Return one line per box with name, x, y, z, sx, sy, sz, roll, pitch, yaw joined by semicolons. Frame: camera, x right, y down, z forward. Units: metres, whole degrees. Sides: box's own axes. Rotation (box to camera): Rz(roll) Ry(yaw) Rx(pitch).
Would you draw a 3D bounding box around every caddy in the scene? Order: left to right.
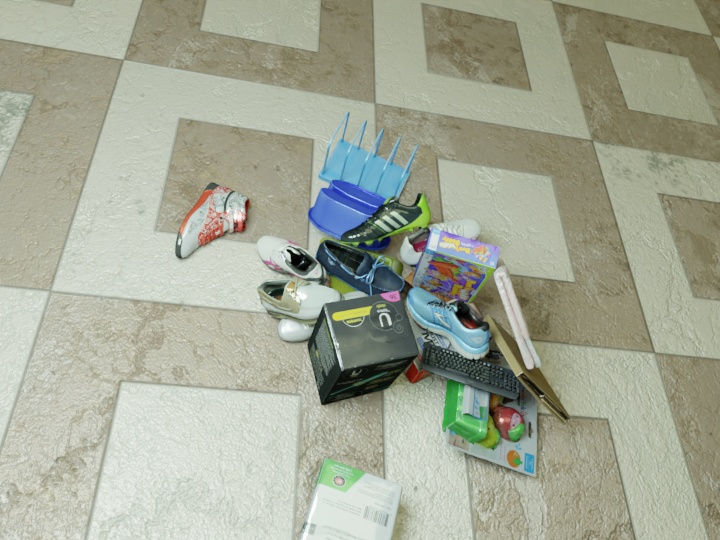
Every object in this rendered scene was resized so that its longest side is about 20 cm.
caddy;-0.019;-0.115;1.323;0.197;0.106;0.141;25;29;9

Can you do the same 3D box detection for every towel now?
towel;0.297;0.075;1.155;0.032;0.200;0.194;-20;95;12

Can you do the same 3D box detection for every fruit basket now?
fruit basket;0.262;0.279;1.158;0.197;0.094;0.188;19;55;-6

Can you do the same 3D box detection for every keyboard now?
keyboard;0.216;0.177;1.155;0.197;0.021;0.128;18;32;1

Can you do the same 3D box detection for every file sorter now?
file sorter;0.023;-0.263;1.422;0.197;0.123;0.140;25;56;2

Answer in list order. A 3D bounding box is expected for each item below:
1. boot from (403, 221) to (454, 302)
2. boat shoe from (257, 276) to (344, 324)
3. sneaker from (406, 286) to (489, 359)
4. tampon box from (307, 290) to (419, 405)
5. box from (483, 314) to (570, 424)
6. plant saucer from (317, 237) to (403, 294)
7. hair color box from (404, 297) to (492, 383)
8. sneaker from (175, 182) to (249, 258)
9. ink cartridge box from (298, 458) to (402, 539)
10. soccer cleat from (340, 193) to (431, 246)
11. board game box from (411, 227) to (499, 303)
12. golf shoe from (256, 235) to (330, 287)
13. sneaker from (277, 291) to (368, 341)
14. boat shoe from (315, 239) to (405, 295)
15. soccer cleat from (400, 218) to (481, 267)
boot;0.150;-0.007;1.331;0.154;0.077;0.202;-27;75;-23
boat shoe;-0.122;0.053;1.144;0.197;0.069;0.075;-5;44;36
sneaker;0.177;0.082;1.172;0.199;0.091;0.078;33;45;28
tampon box;-0.003;0.144;1.102;0.147;0.201;0.128;-9;65;-20
box;0.321;0.188;1.168;0.163;0.021;0.201;42;15;-23
plant saucer;-0.011;0.022;1.276;0.196;0.048;0.202;17;56;-4
hair color box;0.165;0.138;1.239;0.198;0.064;0.112;-20;64;-27
sneaker;-0.306;-0.097;1.262;0.106;0.068;0.203;19;53;1
ink cartridge box;-0.027;0.439;0.983;0.144;0.084;0.202;21;55;-1
soccer cleat;0.048;-0.104;1.218;0.197;0.067;0.082;-17;102;-11
board game box;0.182;-0.005;1.181;0.132;0.201;0.045;17;69;3
golf shoe;-0.144;-0.031;1.225;0.198;0.093;0.073;30;65;30
sneaker;-0.073;0.086;1.173;0.197;0.080;0.072;-20;86;-2
boat shoe;0.000;0.000;1.221;0.197;0.069;0.085;18;55;-3
soccer cleat;0.178;-0.071;1.278;0.197;0.087;0.070;-24;61;-12
